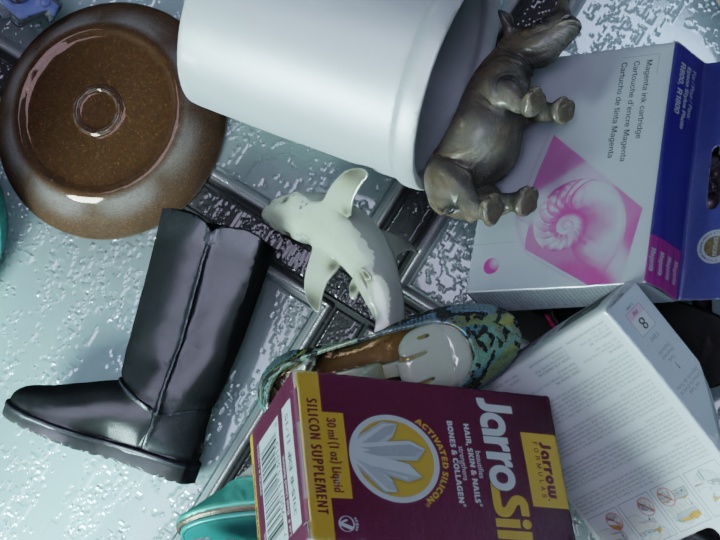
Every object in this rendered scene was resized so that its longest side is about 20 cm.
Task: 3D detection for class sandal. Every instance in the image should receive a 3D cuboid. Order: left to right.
[{"bbox_3d":[0.180,0.035,1.226,0.199,0.045,0.076,17,101,36],"label":"sandal"}]

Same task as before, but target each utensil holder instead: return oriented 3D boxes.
[{"bbox_3d":[-0.016,-0.170,1.269,0.199,0.170,0.171,19,85,16],"label":"utensil holder"}]

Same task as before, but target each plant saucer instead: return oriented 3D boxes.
[{"bbox_3d":[-0.209,-0.127,1.366,0.199,0.037,0.202,-2,81,10],"label":"plant saucer"}]

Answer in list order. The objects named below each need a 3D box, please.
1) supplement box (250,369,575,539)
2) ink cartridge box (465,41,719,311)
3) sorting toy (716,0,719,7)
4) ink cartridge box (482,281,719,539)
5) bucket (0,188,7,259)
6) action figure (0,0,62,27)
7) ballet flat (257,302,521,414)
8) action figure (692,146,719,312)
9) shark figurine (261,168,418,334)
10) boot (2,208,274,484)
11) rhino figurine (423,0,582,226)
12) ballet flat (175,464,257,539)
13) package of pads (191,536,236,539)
[{"bbox_3d":[0.034,0.157,1.161,0.199,0.103,0.131,7,54,-22],"label":"supplement box"},{"bbox_3d":[0.183,-0.070,1.221,0.199,0.043,0.197,-5,63,33],"label":"ink cartridge box"},{"bbox_3d":[0.330,-0.283,1.263,0.198,0.070,0.201,-27,76,-1],"label":"sorting toy"},{"bbox_3d":[0.197,0.124,1.195,0.200,0.162,0.057,49,51,-2],"label":"ink cartridge box"},{"bbox_3d":[-0.388,-0.043,1.335,0.206,0.135,0.208,-2,81,12],"label":"bucket"},{"bbox_3d":[-0.351,-0.254,1.383,0.193,0.105,0.200,-41,101,-3],"label":"action figure"},{"bbox_3d":[0.019,0.075,1.204,0.199,0.074,0.075,-18,78,11],"label":"ballet flat"},{"bbox_3d":[0.260,-0.020,1.243,0.129,0.069,0.201,-10,75,16],"label":"action figure"},{"bbox_3d":[0.015,0.008,1.282,0.128,0.089,0.215,-43,64,36],"label":"shark figurine"},{"bbox_3d":[-0.173,0.046,1.308,0.164,0.066,0.201,18,92,1],"label":"boot"},{"bbox_3d":[0.108,-0.121,1.232,0.087,0.060,0.201,10,71,46],"label":"rhino figurine"},{"bbox_3d":[-0.042,0.169,1.277,0.199,0.067,0.071,-6,55,10],"label":"ballet flat"},{"bbox_3d":[-0.084,0.300,1.210,0.120,0.075,0.201,5,94,51],"label":"package of pads"}]
